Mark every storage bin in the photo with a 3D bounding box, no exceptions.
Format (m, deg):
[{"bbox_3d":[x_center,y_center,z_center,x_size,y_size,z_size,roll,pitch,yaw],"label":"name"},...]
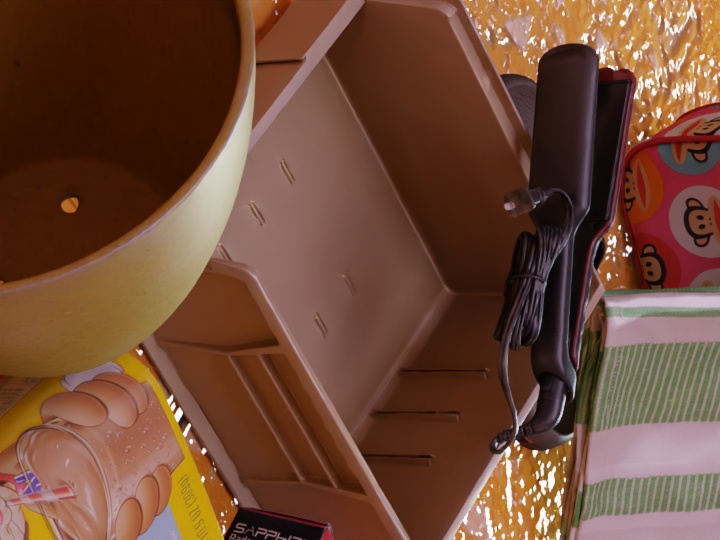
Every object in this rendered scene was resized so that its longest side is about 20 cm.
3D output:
[{"bbox_3d":[0.000,0.000,1.307,0.200,0.093,0.199,-55,129,-37],"label":"storage bin"}]

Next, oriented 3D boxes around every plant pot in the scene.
[{"bbox_3d":[-0.129,-0.039,1.092,0.142,0.199,0.200,78,31,-57],"label":"plant pot"}]

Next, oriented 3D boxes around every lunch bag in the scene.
[{"bbox_3d":[0.244,0.005,1.550,0.082,0.176,0.201,-30,113,-47],"label":"lunch bag"}]

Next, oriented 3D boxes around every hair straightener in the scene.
[{"bbox_3d":[0.081,-0.013,1.314,0.077,0.041,0.201,28,72,-48],"label":"hair straightener"}]

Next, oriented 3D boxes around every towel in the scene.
[{"bbox_3d":[0.176,0.104,1.502,0.152,0.023,0.201,-3,108,-25],"label":"towel"}]

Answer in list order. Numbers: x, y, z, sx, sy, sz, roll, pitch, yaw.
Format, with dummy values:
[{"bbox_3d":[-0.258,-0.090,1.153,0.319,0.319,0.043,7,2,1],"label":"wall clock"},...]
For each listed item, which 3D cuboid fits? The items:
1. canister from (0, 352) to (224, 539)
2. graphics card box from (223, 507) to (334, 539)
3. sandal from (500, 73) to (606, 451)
[{"bbox_3d":[-0.146,0.137,1.126,0.200,0.086,0.149,-45,124,-44],"label":"canister"},{"bbox_3d":[-0.059,0.220,1.238,0.126,0.051,0.200,71,37,-50],"label":"graphics card box"},{"bbox_3d":[0.098,-0.004,1.462,0.082,0.054,0.201,-14,100,-51],"label":"sandal"}]
